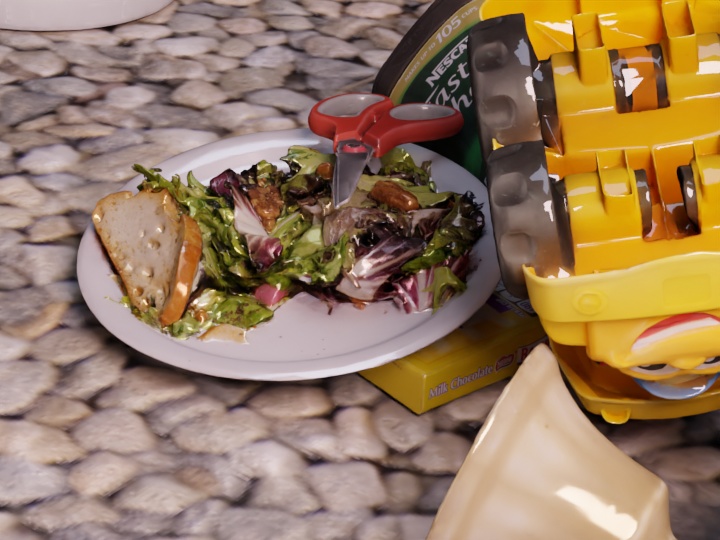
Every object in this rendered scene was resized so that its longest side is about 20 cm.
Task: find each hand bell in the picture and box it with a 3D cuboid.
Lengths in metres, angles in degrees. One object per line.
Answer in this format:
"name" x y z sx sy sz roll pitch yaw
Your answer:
"hand bell" 0.131 0.117 0.721 0.200 0.104 0.104 27 33 11

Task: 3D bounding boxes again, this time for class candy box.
"candy box" 0.000 0.000 0.945 0.102 0.026 0.200 -22 39 -36

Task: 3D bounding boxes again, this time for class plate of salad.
"plate of salad" -0.032 -0.020 0.902 0.200 0.048 0.200 -2 35 2

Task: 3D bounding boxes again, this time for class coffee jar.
"coffee jar" 0.084 -0.071 1.003 0.085 0.104 0.200 34 8 -35

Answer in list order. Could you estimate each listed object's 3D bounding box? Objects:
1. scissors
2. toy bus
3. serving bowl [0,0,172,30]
"scissors" -0.008 -0.055 0.904 0.073 0.014 0.200 10 20 16
"toy bus" 0.121 -0.005 0.812 0.136 0.192 0.200 -6 38 3
"serving bowl" -0.212 -0.221 1.262 0.200 0.066 0.200 5 28 -3
